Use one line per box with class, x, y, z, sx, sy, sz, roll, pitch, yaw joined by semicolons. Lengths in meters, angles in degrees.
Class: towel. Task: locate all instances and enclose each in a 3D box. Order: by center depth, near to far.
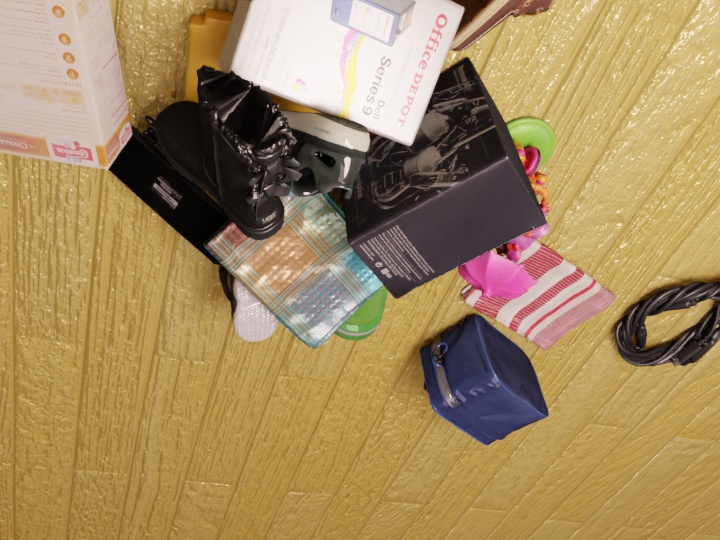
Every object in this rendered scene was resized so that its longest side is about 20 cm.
towel;-0.064;-0.011;0.831;0.147;0.022;0.200;-42;122;2
towel;0.266;0.039;1.059;0.199;0.023;0.144;29;123;-29

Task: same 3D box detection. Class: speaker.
speaker;0.000;0.000;0.947;0.088;0.089;0.201;2;133;-9

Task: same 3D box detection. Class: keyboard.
keyboard;-0.210;-0.103;0.820;0.200;0.040;0.104;42;132;-6

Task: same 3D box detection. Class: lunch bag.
lunch bag;0.177;0.174;1.095;0.132;0.137;0.200;-35;127;24

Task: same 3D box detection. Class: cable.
cable;0.493;0.077;1.110;0.162;0.051;0.201;15;132;-13

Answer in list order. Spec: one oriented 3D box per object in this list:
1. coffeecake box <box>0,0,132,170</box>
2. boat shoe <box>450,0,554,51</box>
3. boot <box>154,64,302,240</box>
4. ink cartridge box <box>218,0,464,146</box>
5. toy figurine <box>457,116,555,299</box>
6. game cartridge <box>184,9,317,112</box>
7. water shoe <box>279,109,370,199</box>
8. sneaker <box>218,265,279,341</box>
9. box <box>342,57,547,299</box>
coffeecake box;-0.322;-0.210;0.696;0.152;0.073;0.201;9;133;4
boat shoe;0.169;-0.284;0.712;0.200;0.072;0.072;-41;125;21
boot;-0.135;-0.131;0.683;0.073;0.198;0.163;-37;164;-20
ink cartridge box;-0.020;-0.227;0.698;0.199;0.088;0.146;17;104;-23
toy figurine;0.173;-0.056;0.846;0.149;0.185;0.200;28;124;-29
game cartridge;-0.109;-0.183;0.802;0.175;0.033;0.201;6;130;-12
water shoe;-0.066;-0.117;0.718;0.071;0.200;0.080;12;94;-32
sneaker;-0.140;-0.020;0.905;0.075;0.114;0.202;-1;112;-24
box;0.079;-0.104;0.779;0.181;0.201;0.104;-27;130;18
